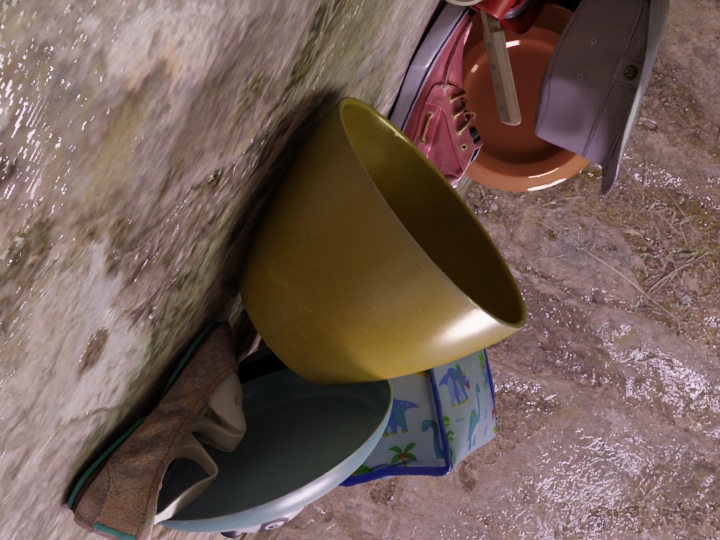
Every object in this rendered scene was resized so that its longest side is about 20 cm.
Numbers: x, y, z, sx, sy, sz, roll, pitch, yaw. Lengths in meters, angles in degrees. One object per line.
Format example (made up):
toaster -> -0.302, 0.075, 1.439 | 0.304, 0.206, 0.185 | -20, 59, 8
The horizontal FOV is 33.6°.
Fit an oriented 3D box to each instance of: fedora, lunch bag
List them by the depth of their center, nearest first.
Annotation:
lunch bag -> 0.040, 0.066, 1.013 | 0.170, 0.127, 0.200 | -4, 83, -71
fedora -> 0.218, -0.178, 1.123 | 0.177, 0.090, 0.200 | -58, 165, -74

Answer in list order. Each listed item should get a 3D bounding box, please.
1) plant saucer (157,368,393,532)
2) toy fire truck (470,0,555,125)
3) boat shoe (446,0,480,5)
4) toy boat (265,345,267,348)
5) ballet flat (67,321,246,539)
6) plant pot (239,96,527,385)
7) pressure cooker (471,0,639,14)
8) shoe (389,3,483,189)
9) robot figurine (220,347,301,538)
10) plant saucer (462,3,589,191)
plant saucer -> -0.068, 0.127, 0.849 | 0.200, 0.200, 0.027 | -52, 127, -57
toy fire truck -> 0.144, -0.246, 1.101 | 0.200, 0.129, 0.176 | -57, 175, 5
boat shoe -> 0.108, -0.280, 0.912 | 0.200, 0.072, 0.076 | -60, -174, -13
toy boat -> -0.006, 0.052, 1.181 | 0.200, 0.131, 0.131 | -62, 174, 9
ballet flat -> -0.119, 0.112, 0.808 | 0.200, 0.067, 0.068 | -55, 172, -46
plant pot -> 0.000, 0.000, 0.844 | 0.142, 0.200, 0.200 | -39, -179, 18
pressure cooker -> 0.203, -0.250, 1.317 | 0.176, 0.179, 0.200 | -54, 177, -15
shoe -> 0.084, -0.156, 1.154 | 0.200, 0.091, 0.071 | -66, 173, 32
robot figurine -> -0.075, 0.140, 1.021 | 0.200, 0.125, 0.150 | -47, 121, -67
plant saucer -> 0.166, -0.175, 1.227 | 0.200, 0.200, 0.037 | -63, -175, 19
